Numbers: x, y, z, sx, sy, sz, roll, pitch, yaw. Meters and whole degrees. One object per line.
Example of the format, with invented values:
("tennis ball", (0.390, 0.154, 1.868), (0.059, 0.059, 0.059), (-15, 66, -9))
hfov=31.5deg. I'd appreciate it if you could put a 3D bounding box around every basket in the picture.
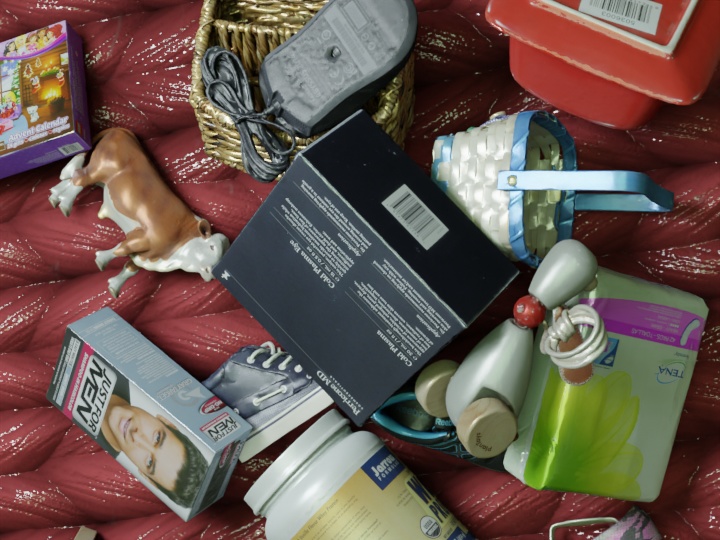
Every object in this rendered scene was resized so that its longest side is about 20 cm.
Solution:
("basket", (-0.055, -0.176, 1.178), (0.199, 0.150, 0.143), (9, 48, 11))
("basket", (0.169, -0.071, 1.144), (0.199, 0.176, 0.140), (6, 87, 22))

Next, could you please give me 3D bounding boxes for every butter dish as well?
("butter dish", (0.218, -0.201, 1.158), (0.199, 0.148, 0.200), (25, 51, 10))

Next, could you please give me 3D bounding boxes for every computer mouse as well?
("computer mouse", (-0.033, -0.177, 1.121), (0.199, 0.053, 0.139), (-32, 74, 13))

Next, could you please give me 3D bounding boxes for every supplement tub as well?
("supplement tub", (0.002, 0.242, 1.191), (0.200, 0.144, 0.144), (45, 98, 8))

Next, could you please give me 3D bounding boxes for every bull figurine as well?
("bull figurine", (-0.220, -0.050, 1.270), (0.121, 0.065, 0.200), (-33, 73, -16))

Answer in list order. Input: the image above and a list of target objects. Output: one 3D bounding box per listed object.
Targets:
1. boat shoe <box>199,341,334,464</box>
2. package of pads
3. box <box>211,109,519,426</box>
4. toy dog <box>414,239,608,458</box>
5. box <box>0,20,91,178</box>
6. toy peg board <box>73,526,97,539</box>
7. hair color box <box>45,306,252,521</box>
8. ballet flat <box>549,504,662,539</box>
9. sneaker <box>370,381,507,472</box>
("boat shoe", (-0.071, 0.099, 1.241), (0.200, 0.075, 0.093), (-35, 91, 10))
("package of pads", (0.223, 0.103, 1.151), (0.154, 0.068, 0.201), (13, 93, -33))
("box", (0.000, 0.000, 1.120), (0.200, 0.104, 0.182), (46, 133, 3))
("toy dog", (0.143, 0.078, 1.082), (0.200, 0.096, 0.132), (-39, 43, 24))
("box", (-0.374, -0.160, 1.298), (0.199, 0.039, 0.138), (-17, 63, 11))
("toy peg board", (-0.274, 0.381, 1.230), (0.097, 0.199, 0.201), (21, 94, -5))
("hair color box", (-0.209, 0.138, 1.245), (0.200, 0.061, 0.099), (37, 125, 18))
("ballet flat", (0.185, 0.277, 1.201), (0.199, 0.069, 0.071), (-26, 67, 6))
("sneaker", (0.102, 0.151, 1.203), (0.199, 0.082, 0.074), (8, 90, 10))
